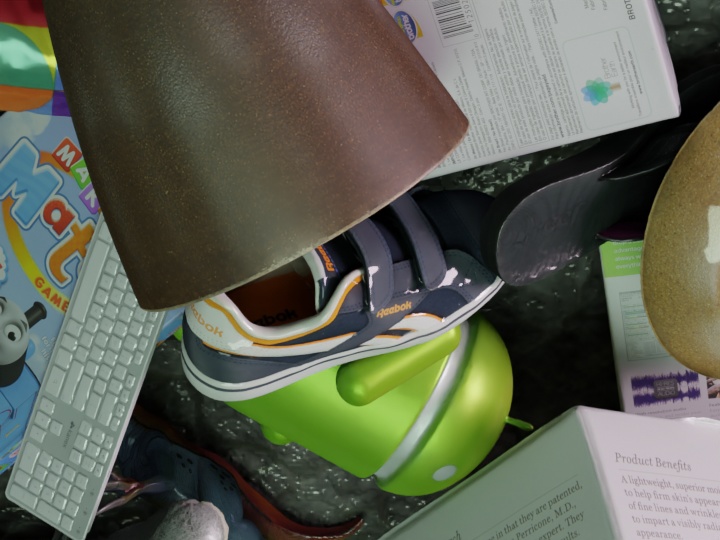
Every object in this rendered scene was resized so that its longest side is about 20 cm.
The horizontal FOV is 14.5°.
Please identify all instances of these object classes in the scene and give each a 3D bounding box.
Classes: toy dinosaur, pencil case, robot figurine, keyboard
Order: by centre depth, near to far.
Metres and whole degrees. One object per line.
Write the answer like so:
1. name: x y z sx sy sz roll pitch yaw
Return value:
1. pencil case: -0.187 -0.128 1.479 0.199 0.089 0.089 8 125 -7
2. keyboard: -0.139 0.046 1.510 0.056 0.011 0.201 26 107 18
3. robot figurine: -0.002 0.049 1.576 0.199 0.116 0.175 30 159 -10
4. toy dinosaur: -0.123 0.121 1.680 0.105 0.200 0.182 -22 94 42

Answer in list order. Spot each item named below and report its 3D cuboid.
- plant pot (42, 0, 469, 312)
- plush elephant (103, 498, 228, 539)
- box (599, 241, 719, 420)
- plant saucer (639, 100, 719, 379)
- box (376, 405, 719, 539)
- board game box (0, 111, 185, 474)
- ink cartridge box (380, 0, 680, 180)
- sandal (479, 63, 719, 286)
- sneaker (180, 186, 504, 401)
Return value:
1. plant pot: -0.075 -0.113 1.372 0.186 0.187 0.201 -26 103 17
2. plush elephant: -0.113 0.232 1.574 0.155 0.165 0.200 37 161 -20
3. box: 0.215 0.029 1.621 0.144 0.036 0.201 -7 127 5
4. plant saucer: 0.242 -0.022 1.521 0.199 0.035 0.201 -16 124 -25
5. box: 0.146 0.183 1.606 0.198 0.131 0.200 10 146 -39
6. board game box: -0.193 0.011 1.557 0.200 0.037 0.152 -38 79 23
7. ink cartridge box: 0.054 -0.129 1.481 0.199 0.076 0.137 -15 123 9
8. sandal: 0.154 -0.044 1.504 0.200 0.048 0.076 -31 134 -22
9. sneaker: 0.000 0.000 1.472 0.199 0.079 0.080 -26 150 -21
